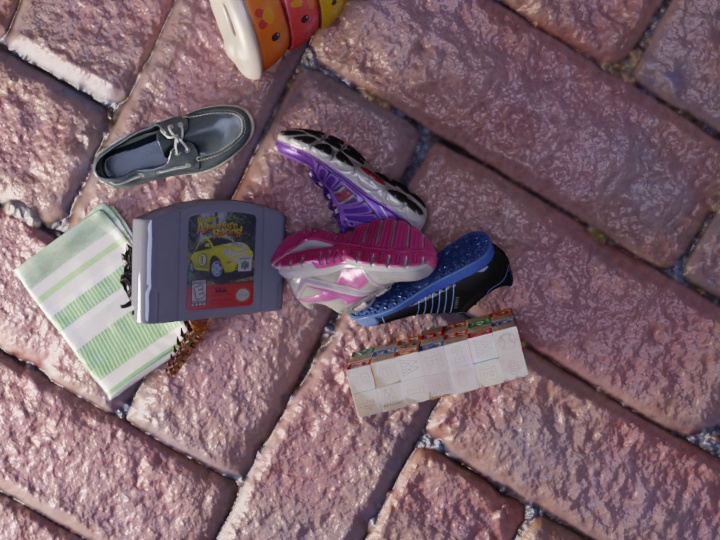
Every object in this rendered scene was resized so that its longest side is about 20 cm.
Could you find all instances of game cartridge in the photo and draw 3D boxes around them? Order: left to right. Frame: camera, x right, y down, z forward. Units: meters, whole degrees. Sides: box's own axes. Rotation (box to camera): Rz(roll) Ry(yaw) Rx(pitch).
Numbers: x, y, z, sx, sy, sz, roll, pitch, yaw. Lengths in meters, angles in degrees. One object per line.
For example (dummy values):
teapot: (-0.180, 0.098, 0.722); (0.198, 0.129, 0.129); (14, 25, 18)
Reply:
game cartridge: (-0.167, -0.014, 1.232); (0.041, 0.199, 0.135); (5, 98, 46)

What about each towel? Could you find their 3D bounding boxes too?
towel: (-0.307, 0.039, 1.320); (0.152, 0.023, 0.201); (-35, 94, 8)

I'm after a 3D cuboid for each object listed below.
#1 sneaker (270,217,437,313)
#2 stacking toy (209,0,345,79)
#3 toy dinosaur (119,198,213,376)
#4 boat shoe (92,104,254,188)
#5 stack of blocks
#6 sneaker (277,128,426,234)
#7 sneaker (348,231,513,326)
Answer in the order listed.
sneaker: (0.000, 0.000, 1.244); (0.198, 0.082, 0.089); (-2, 130, 28)
stacking toy: (-0.067, -0.314, 1.219); (0.199, 0.146, 0.147); (-23, 96, -10)
toy dinosaur: (-0.203, 0.017, 1.269); (0.135, 0.102, 0.202); (11, 69, -30)
boat shoe: (-0.220, -0.142, 1.270); (0.198, 0.062, 0.073); (-16, 96, 6)
stack of blocks: (0.089, 0.105, 1.256); (0.198, 0.115, 0.059); (-15, 97, 7)
sneaker: (-0.020, -0.091, 1.259); (0.199, 0.081, 0.084); (37, 109, 1)
sneaker: (0.083, 0.027, 1.270); (0.199, 0.071, 0.078); (-24, 132, 23)
